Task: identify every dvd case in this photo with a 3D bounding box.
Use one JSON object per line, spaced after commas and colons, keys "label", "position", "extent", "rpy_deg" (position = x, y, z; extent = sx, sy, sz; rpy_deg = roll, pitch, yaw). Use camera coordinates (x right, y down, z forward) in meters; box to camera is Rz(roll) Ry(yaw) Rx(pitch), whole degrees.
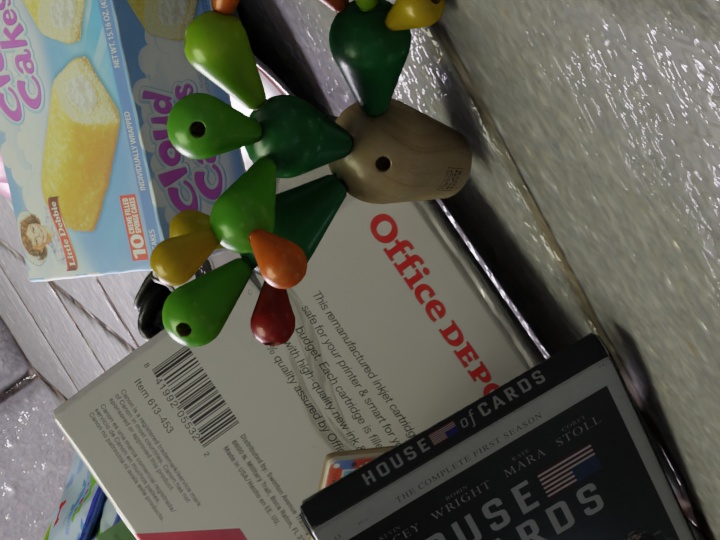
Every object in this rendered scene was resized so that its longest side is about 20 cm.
{"label": "dvd case", "position": [0.076, 0.137, 1.233], "extent": [0.201, 0.150, 0.025], "rpy_deg": [62, 177, -38]}

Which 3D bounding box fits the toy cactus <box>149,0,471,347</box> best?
{"label": "toy cactus", "position": [-0.009, -0.054, 1.146], "extent": [0.102, 0.201, 0.164], "rpy_deg": [24, -169, 40]}

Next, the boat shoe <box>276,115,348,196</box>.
{"label": "boat shoe", "position": [0.000, 0.000, 1.401], "extent": [0.061, 0.073, 0.201], "rpy_deg": [-76, -27, -53]}

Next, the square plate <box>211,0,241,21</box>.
{"label": "square plate", "position": [-0.115, -0.146, 1.542], "extent": [0.198, 0.028, 0.200], "rpy_deg": [49, 167, 30]}

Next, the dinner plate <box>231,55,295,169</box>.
{"label": "dinner plate", "position": [-0.087, -0.090, 1.475], "extent": [0.199, 0.024, 0.201], "rpy_deg": [28, 156, 14]}

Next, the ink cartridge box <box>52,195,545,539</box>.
{"label": "ink cartridge box", "position": [-0.018, 0.065, 1.288], "extent": [0.145, 0.199, 0.084], "rpy_deg": [55, -172, 2]}

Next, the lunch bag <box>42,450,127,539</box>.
{"label": "lunch bag", "position": [-0.137, 0.155, 1.691], "extent": [0.082, 0.201, 0.161], "rpy_deg": [25, 166, -17]}

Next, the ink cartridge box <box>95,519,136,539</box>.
{"label": "ink cartridge box", "position": [-0.067, 0.092, 1.573], "extent": [0.104, 0.199, 0.060], "rpy_deg": [33, 155, 59]}

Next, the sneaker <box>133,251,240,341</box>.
{"label": "sneaker", "position": [-0.100, 0.015, 1.643], "extent": [0.076, 0.087, 0.200], "rpy_deg": [51, 161, 11]}

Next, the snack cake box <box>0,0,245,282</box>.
{"label": "snack cake box", "position": [-0.129, -0.101, 1.369], "extent": [0.115, 0.067, 0.202], "rpy_deg": [-5, 99, 44]}

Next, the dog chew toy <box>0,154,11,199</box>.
{"label": "dog chew toy", "position": [-0.222, -0.103, 1.883], "extent": [0.125, 0.124, 0.200], "rpy_deg": [51, 176, 22]}

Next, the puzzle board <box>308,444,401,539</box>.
{"label": "puzzle board", "position": [0.042, 0.154, 1.270], "extent": [0.017, 0.150, 0.201], "rpy_deg": [-116, 28, -45]}
